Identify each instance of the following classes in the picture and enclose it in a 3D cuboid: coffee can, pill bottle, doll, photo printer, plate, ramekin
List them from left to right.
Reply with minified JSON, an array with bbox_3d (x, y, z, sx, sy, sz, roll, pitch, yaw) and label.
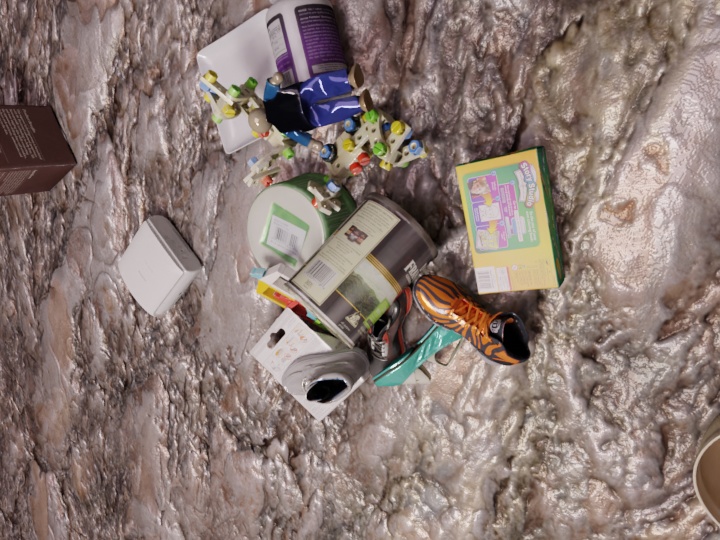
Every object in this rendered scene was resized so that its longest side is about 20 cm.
[{"bbox_3d":[-0.467,-0.002,1.185,0.200,0.069,0.166,-43,80,32],"label":"photo printer"},{"bbox_3d":[-0.201,-0.340,0.957,0.199,0.032,0.200,-13,97,33],"label":"plate"},{"bbox_3d":[-0.108,-0.072,0.934,0.200,0.098,0.200,8,107,28],"label":"ramekin"},{"bbox_3d":[-0.084,-0.242,0.785,0.200,0.049,0.137,-7,134,22],"label":"doll"},{"bbox_3d":[-0.088,-0.369,0.834,0.111,0.111,0.200,-9,99,32],"label":"pill bottle"},{"bbox_3d":[0.000,0.000,0.807,0.146,0.146,0.200,41,82,15],"label":"coffee can"}]

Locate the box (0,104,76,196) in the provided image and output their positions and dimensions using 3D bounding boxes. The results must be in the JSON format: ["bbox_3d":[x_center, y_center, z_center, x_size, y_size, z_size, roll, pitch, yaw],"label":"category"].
[{"bbox_3d":[-0.849,-0.288,1.258,0.164,0.200,0.166,-25,89,33],"label":"box"}]

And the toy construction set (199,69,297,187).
[{"bbox_3d":[-0.178,-0.241,0.874,0.092,0.131,0.200,-25,92,33],"label":"toy construction set"}]

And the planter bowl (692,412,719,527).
[{"bbox_3d":[0.514,0.223,0.613,0.200,0.135,0.201,16,121,29],"label":"planter bowl"}]

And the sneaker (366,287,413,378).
[{"bbox_3d":[0.035,0.115,0.909,0.077,0.082,0.200,16,111,26],"label":"sneaker"}]

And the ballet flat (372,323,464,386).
[{"bbox_3d":[0.108,0.146,0.863,0.200,0.067,0.070,-45,82,13],"label":"ballet flat"}]

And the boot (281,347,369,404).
[{"bbox_3d":[-0.083,0.198,0.928,0.200,0.096,0.074,-26,100,31],"label":"boot"}]

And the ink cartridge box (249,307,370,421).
[{"bbox_3d":[-0.099,0.177,1.010,0.200,0.050,0.161,44,122,3],"label":"ink cartridge box"}]

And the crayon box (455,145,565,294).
[{"bbox_3d":[0.221,-0.070,0.762,0.119,0.058,0.200,-7,100,32],"label":"crayon box"}]

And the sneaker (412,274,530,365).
[{"bbox_3d":[0.175,0.068,0.775,0.200,0.078,0.112,36,165,-5],"label":"sneaker"}]

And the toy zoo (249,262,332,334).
[{"bbox_3d":[-0.105,0.048,0.922,0.200,0.020,0.131,31,151,-14],"label":"toy zoo"}]

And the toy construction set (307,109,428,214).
[{"bbox_3d":[-0.001,-0.176,0.831,0.200,0.092,0.131,-36,64,14],"label":"toy construction set"}]
